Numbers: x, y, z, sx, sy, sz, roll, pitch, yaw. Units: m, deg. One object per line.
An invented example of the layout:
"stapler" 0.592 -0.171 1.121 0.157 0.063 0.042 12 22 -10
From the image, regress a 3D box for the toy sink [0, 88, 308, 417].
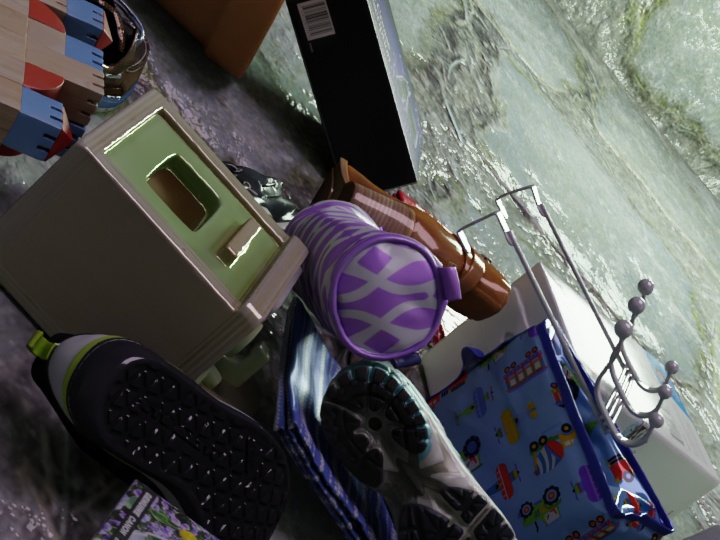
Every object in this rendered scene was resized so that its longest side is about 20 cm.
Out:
"toy sink" -0.110 0.007 0.831 0.200 0.112 0.131 49 22 -7

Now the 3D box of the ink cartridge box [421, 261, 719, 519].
"ink cartridge box" 0.174 0.126 1.155 0.199 0.144 0.148 37 24 -32

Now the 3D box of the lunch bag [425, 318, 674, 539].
"lunch bag" 0.112 0.140 1.007 0.094 0.150 0.202 25 34 -48

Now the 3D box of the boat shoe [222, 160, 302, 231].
"boat shoe" -0.094 -0.047 0.990 0.067 0.074 0.199 61 21 11

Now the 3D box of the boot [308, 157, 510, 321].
"boot" 0.036 -0.024 1.116 0.154 0.077 0.200 30 -4 -15

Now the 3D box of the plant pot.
"plant pot" -0.118 -0.293 1.200 0.139 0.201 0.201 29 26 -9

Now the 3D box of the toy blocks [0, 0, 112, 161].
"toy blocks" -0.214 -0.121 0.803 0.135 0.100 0.201 22 33 -26

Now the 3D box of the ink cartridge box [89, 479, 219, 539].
"ink cartridge box" -0.059 0.200 0.663 0.199 0.051 0.109 36 23 -2

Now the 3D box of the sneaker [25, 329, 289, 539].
"sneaker" -0.111 0.090 0.755 0.082 0.072 0.201 17 -28 40

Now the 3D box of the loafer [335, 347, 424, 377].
"loafer" 0.031 0.050 1.102 0.072 0.063 0.200 47 22 -10

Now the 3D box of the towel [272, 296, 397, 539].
"towel" 0.002 0.131 0.909 0.201 0.024 0.145 59 16 -27

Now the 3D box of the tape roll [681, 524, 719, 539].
"tape roll" 0.290 0.271 1.085 0.202 0.202 0.037 31 29 -39

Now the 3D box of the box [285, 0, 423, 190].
"box" -0.001 -0.193 1.291 0.142 0.078 0.202 -85 160 -62

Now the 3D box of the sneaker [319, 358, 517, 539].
"sneaker" 0.048 0.140 0.876 0.202 0.077 0.086 62 10 -6

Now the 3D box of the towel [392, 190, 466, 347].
"towel" 0.091 0.023 1.319 0.144 0.022 0.202 34 29 -41

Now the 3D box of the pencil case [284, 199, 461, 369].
"pencil case" 0.000 0.000 0.908 0.200 0.085 0.085 -142 -147 -72

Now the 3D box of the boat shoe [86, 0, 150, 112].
"boat shoe" -0.192 -0.159 0.978 0.072 0.072 0.200 49 22 -5

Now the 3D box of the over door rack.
"over door rack" 0.167 0.020 1.008 0.201 0.066 0.148 53 21 2
